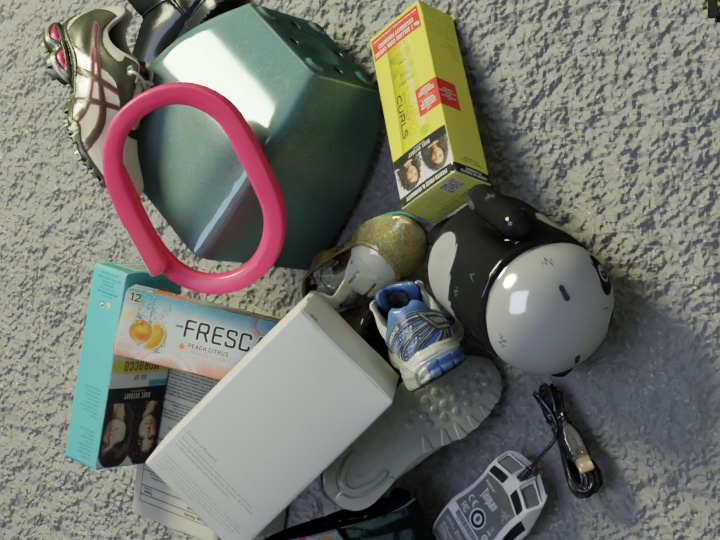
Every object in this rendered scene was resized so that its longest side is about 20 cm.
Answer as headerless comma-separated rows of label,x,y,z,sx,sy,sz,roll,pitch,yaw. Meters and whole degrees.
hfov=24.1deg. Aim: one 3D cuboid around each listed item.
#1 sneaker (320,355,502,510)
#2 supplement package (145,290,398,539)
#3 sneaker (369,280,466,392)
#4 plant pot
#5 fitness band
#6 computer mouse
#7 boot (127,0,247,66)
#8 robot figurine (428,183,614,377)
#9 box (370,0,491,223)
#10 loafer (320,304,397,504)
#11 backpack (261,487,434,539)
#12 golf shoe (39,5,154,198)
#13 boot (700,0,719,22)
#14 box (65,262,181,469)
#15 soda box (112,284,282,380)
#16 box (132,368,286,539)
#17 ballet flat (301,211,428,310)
sneaker,0.044,0.147,1.582,0.199,0.081,0.077,-34,85,-7
supplement package,-0.076,0.135,1.530,0.120,0.121,0.200,45,99,-2
sneaker,0.049,0.044,1.543,0.077,0.200,0.086,-29,97,-2
plant pot,-0.097,-0.142,1.654,0.196,0.196,0.200,49,114,27
fitness band,-0.150,-0.073,1.538,0.143,0.037,0.201,-25,100,7
computer mouse,0.140,0.205,1.553,0.200,0.044,0.110,-48,56,27
boot,-0.230,-0.279,1.824,0.200,0.076,0.168,-49,65,20
robot figurine,0.139,0.009,1.484,0.125,0.150,0.200,-62,34,11
box,0.063,-0.149,1.570,0.075,0.050,0.201,-34,51,36
loafer,-0.007,0.130,1.661,0.071,0.073,0.201,10,90,46
backpack,-0.039,0.302,1.580,0.178,0.199,0.151,-42,60,55
golf shoe,-0.235,-0.158,1.595,0.088,0.077,0.201,-23,76,11
boot,0.279,-0.283,1.419,0.203,0.073,0.155,-4,91,40
box,-0.236,0.094,1.693,0.049,0.082,0.201,17,101,38
soda box,-0.133,0.068,1.619,0.199,0.064,0.069,14,92,-3
box,-0.145,0.165,1.740,0.127,0.109,0.201,13,99,39
ballet flat,0.000,0.000,1.610,0.200,0.070,0.071,-25,74,60
